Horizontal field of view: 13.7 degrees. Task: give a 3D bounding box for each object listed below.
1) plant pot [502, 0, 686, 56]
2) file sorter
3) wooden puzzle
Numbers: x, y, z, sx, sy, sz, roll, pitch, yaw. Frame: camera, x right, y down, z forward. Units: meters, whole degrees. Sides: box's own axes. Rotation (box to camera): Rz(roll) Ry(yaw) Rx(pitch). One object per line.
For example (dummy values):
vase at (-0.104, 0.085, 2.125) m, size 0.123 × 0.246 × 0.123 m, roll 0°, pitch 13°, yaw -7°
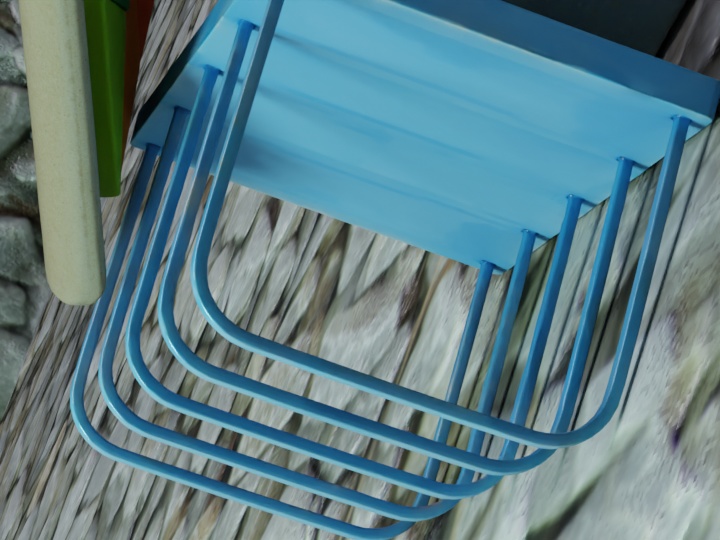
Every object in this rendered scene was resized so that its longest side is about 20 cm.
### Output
plant pot at (0.041, -0.213, 0.977) m, size 0.196 × 0.200 × 0.196 m, roll -82°, pitch 17°, yaw -57°
file sorter at (0.000, 0.000, 0.922) m, size 0.200 × 0.139 × 0.123 m, roll 139°, pitch 148°, yaw -69°
wooden puzzle at (-0.087, -0.119, 0.973) m, size 0.185 × 0.037 × 0.200 m, roll 90°, pitch 179°, yaw -46°
